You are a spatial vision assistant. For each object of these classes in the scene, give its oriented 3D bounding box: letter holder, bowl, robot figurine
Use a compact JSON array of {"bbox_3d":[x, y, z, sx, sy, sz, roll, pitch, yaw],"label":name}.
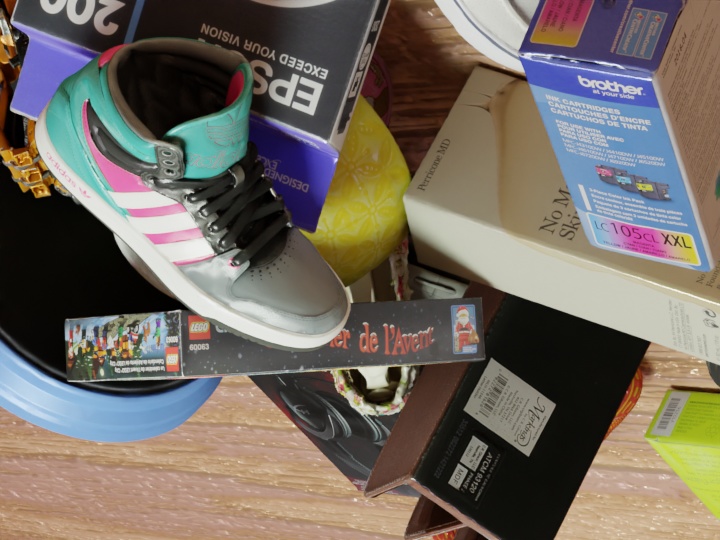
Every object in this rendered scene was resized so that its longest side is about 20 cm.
[{"bbox_3d":[0.083,0.083,1.784,0.101,0.200,0.142,35,156,-14],"label":"letter holder"},{"bbox_3d":[-0.163,0.008,1.709,0.201,0.201,0.039,31,136,-6],"label":"bowl"},{"bbox_3d":[-0.079,-0.043,1.638,0.200,0.108,0.200,27,149,18],"label":"bowl"},{"bbox_3d":[-0.200,-0.132,1.683,0.058,0.200,0.145,-16,161,0],"label":"robot figurine"}]

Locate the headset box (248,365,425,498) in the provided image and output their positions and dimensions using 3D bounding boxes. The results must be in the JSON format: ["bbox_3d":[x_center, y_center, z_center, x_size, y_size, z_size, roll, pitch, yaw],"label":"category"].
[{"bbox_3d":[0.024,0.090,2.019,0.149,0.077,0.200,4,145,44],"label":"headset box"}]

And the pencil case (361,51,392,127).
[{"bbox_3d":[-0.069,-0.101,1.734,0.086,0.083,0.200,11,173,-43],"label":"pencil case"}]

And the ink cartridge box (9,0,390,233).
[{"bbox_3d":[-0.085,-0.144,1.540,0.198,0.200,0.043,22,-167,15],"label":"ink cartridge box"}]

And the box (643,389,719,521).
[{"bbox_3d":[0.289,0.155,1.891,0.122,0.048,0.200,3,146,46],"label":"box"}]

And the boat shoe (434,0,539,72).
[{"bbox_3d":[0.068,-0.175,1.452,0.070,0.071,0.200,3,139,50],"label":"boat shoe"}]

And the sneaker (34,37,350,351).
[{"bbox_3d":[-0.073,-0.050,1.500,0.200,0.084,0.121,38,145,0],"label":"sneaker"}]

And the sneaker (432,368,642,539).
[{"bbox_3d":[0.122,0.116,1.926,0.077,0.073,0.200,2,144,-46],"label":"sneaker"}]

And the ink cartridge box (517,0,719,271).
[{"bbox_3d":[0.145,-0.114,1.399,0.076,0.137,0.200,12,152,23],"label":"ink cartridge box"}]

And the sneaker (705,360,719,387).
[{"bbox_3d":[0.260,0.046,1.659,0.077,0.084,0.200,38,155,-19],"label":"sneaker"}]

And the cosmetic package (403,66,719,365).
[{"bbox_3d":[0.137,-0.031,1.617,0.200,0.104,0.073,19,153,19],"label":"cosmetic package"}]

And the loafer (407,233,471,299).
[{"bbox_3d":[-0.008,-0.032,1.838,0.200,0.070,0.070,40,116,-9],"label":"loafer"}]

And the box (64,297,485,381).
[{"bbox_3d":[-0.049,0.040,1.631,0.200,0.038,0.137,-2,179,-33],"label":"box"}]

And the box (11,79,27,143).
[{"bbox_3d":[-0.199,-0.039,1.947,0.200,0.122,0.106,28,157,2],"label":"box"}]

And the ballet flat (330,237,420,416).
[{"bbox_3d":[0.000,0.000,1.777,0.076,0.064,0.200,-15,105,4],"label":"ballet flat"}]
